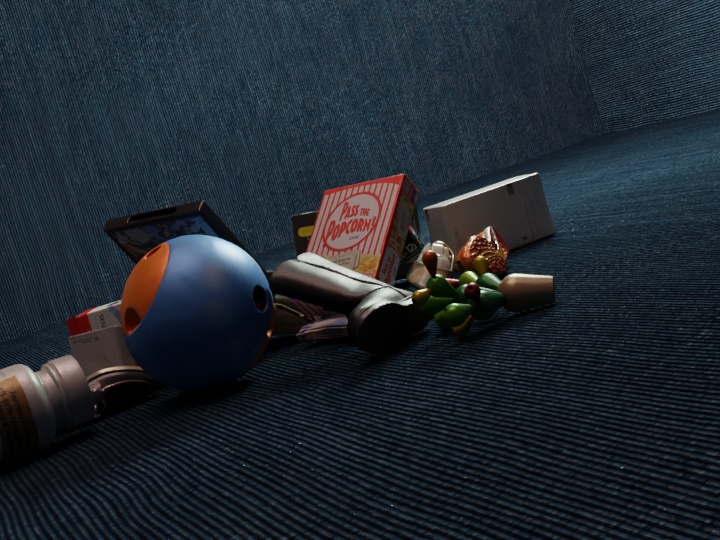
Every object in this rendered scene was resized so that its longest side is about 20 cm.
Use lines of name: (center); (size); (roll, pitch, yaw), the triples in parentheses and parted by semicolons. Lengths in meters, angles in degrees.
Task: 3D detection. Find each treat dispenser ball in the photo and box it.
treat dispenser ball: (-0.211, 0.055, 1.509); (0.198, 0.203, 0.201); (-17, 6, 2)

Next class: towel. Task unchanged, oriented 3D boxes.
towel: (0.025, 0.065, 1.607); (0.198, 0.024, 0.146); (-10, 8, 42)

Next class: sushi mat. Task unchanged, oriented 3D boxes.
sushi mat: (-0.148, 0.079, 1.766); (0.095, 0.012, 0.199); (29, -24, -33)

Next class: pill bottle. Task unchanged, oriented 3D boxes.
pill bottle: (-0.439, 0.181, 1.449); (0.198, 0.116, 0.114); (-21, 7, -29)

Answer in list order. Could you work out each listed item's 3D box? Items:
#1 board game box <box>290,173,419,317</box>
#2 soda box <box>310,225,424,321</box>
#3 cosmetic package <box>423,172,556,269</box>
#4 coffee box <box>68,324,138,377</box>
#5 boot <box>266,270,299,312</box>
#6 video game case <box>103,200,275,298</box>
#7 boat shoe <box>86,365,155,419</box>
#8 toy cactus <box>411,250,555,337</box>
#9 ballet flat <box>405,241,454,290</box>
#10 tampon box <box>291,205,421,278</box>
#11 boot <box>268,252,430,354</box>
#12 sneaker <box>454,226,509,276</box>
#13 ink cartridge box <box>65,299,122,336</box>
board game box: (-0.007, -0.035, 1.684); (0.150, 0.046, 0.202); (-10, 51, 36)
soda box: (0.000, 0.000, 1.755); (0.199, 0.064, 0.071); (-37, 3, 10)
cosmetic package: (0.216, -0.082, 1.959); (0.198, 0.114, 0.081); (-22, 7, -23)
coffee box: (-0.313, 0.113, 1.727); (0.112, 0.081, 0.199); (-14, -2, 40)
boot: (-0.150, 0.040, 1.844); (0.198, 0.069, 0.130); (-3, -19, -36)
video game case: (-0.242, -0.016, 1.680); (0.179, 0.200, 0.026); (-8, 49, 31)
boat shoe: (-0.371, 0.186, 1.583); (0.198, 0.073, 0.063); (-13, 48, -16)
toy cactus: (0.148, 0.022, 1.388); (0.163, 0.104, 0.200); (-6, 0, 11)
ballet flat: (0.107, -0.009, 1.723); (0.067, 0.068, 0.200); (15, 8, 3)
tampon box: (0.000, -0.040, 1.916); (0.148, 0.128, 0.200); (-9, -1, 24)
boot: (-0.033, 0.034, 1.454); (0.198, 0.066, 0.164); (23, 16, 29)
sneaker: (0.175, -0.012, 1.738); (0.077, 0.073, 0.200); (-38, -4, 15)
ink cartridge box: (-0.395, 0.110, 1.948); (0.198, 0.118, 0.067); (-17, 6, 6)
